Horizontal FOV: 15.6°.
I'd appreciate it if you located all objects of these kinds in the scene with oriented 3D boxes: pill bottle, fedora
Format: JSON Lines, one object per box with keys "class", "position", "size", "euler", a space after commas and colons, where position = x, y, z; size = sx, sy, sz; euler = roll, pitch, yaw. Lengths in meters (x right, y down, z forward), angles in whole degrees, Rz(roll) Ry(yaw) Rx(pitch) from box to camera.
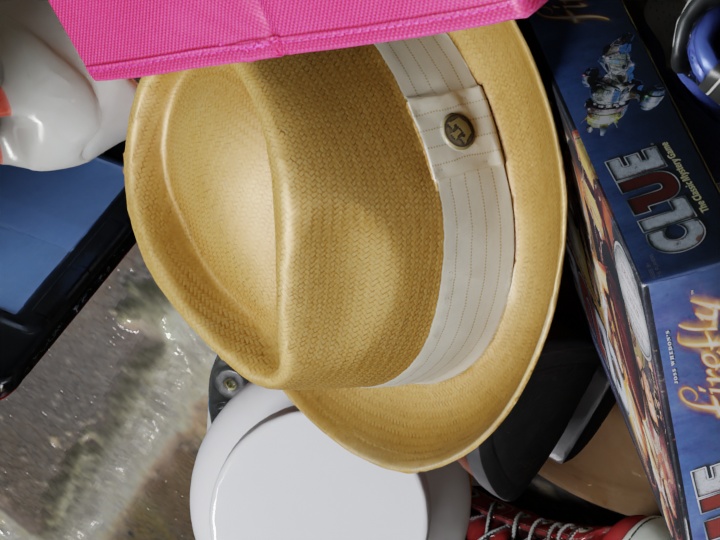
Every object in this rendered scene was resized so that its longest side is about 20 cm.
{"class": "pill bottle", "position": [-0.010, 0.088, 1.064], "size": [0.111, 0.111, 0.200], "euler": [38, -177, 1]}
{"class": "fedora", "position": [-0.020, -0.026, 0.867], "size": [0.200, 0.082, 0.201], "euler": [18, 114, 46]}

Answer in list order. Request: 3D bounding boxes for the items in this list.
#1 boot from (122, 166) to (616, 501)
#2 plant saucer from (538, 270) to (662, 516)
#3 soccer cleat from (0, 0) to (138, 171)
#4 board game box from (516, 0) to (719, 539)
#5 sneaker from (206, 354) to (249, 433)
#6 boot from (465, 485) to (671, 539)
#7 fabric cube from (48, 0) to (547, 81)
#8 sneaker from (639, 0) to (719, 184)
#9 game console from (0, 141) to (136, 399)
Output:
{"class": "boot", "position": [0.000, 0.000, 0.994], "size": [0.200, 0.188, 0.069], "euler": [33, 104, 12]}
{"class": "plant saucer", "position": [0.098, 0.036, 1.086], "size": [0.200, 0.029, 0.200], "euler": [27, 147, 20]}
{"class": "soccer cleat", "position": [-0.147, -0.126, 1.073], "size": [0.200, 0.077, 0.069], "euler": [62, 151, 23]}
{"class": "board game box", "position": [0.090, -0.007, 0.854], "size": [0.034, 0.200, 0.136], "euler": [-16, 127, -1]}
{"class": "sneaker", "position": [-0.035, 0.066, 1.229], "size": [0.072, 0.073, 0.200], "euler": [18, 131, 3]}
{"class": "boot", "position": [0.079, 0.128, 1.147], "size": [0.144, 0.072, 0.200], "euler": [32, 166, 16]}
{"class": "fabric cube", "position": [-0.009, -0.193, 0.738], "size": [0.200, 0.196, 0.200], "euler": [-3, 124, 48]}
{"class": "sneaker", "position": [0.128, -0.077, 0.834], "size": [0.081, 0.115, 0.199], "euler": [40, 148, 0]}
{"class": "game console", "position": [-0.176, -0.066, 1.083], "size": [0.172, 0.200, 0.119], "euler": [20, 130, 13]}
